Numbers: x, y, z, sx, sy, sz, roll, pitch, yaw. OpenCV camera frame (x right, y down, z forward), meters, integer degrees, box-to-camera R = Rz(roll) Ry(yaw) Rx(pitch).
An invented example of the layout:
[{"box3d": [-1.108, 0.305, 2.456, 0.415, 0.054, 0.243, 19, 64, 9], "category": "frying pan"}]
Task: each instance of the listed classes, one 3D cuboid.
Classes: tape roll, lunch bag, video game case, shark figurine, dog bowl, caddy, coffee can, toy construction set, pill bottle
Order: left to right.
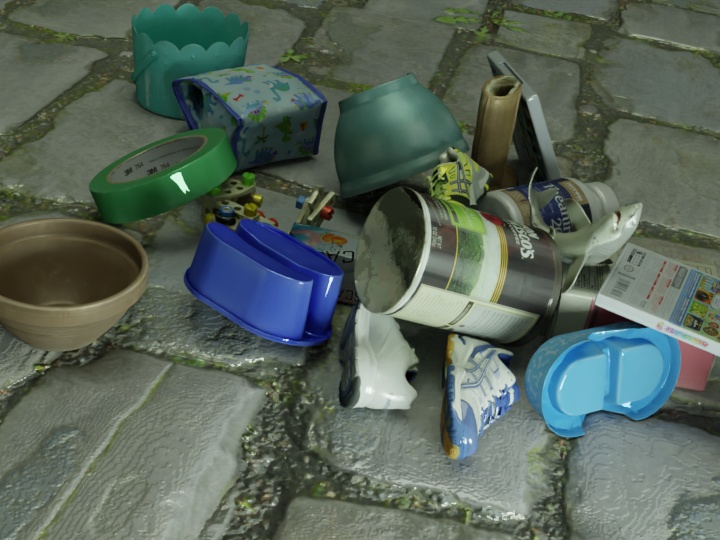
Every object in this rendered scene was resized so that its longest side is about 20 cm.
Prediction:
[{"box3d": [-0.268, -0.131, 1.567, 0.198, 0.049, 0.201, -18, 23, 8], "category": "tape roll"}, {"box3d": [-0.177, -0.253, 1.800, 0.169, 0.128, 0.200, -16, 47, -34], "category": "lunch bag"}, {"box3d": [-0.133, -0.074, 1.550, 0.198, 0.093, 0.131, 11, 28, 27], "category": "toy construction set"}, {"box3d": [-0.116, 0.021, 1.370, 0.199, 0.106, 0.141, 30, 20, 27], "category": "caddy"}, {"box3d": [0.113, -0.001, 1.341, 0.198, 0.147, 0.147, 14, 24, -30], "category": "coffee can"}, {"box3d": [0.258, -0.219, 1.782, 0.022, 0.201, 0.183, -23, 34, 0], "category": "video game case"}, {"box3d": [0.259, -0.068, 1.599, 0.198, 0.112, 0.111, -12, 35, -30], "category": "pill bottle"}, {"box3d": [0.261, -0.037, 1.389, 0.089, 0.129, 0.214, 19, 6, -29], "category": "shark figurine"}, {"box3d": [0.270, 0.116, 1.300, 0.198, 0.113, 0.049, -9, 20, -26], "category": "dog bowl"}, {"box3d": [0.379, 0.040, 1.319, 0.198, 0.018, 0.143, 23, 34, 16], "category": "video game case"}]

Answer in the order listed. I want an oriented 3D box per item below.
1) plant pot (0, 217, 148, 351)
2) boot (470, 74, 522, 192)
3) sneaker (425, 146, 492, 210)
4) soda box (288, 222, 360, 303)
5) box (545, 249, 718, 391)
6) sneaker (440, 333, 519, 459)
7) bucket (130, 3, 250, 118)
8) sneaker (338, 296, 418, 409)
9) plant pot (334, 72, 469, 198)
[{"box3d": [-0.343, 0.026, 1.318, 0.198, 0.094, 0.202, 6, 31, -3], "category": "plant pot"}, {"box3d": [0.208, -0.192, 1.708, 0.065, 0.202, 0.175, 16, 31, 15], "category": "boot"}, {"box3d": [0.113, -0.093, 1.522, 0.076, 0.075, 0.200, 42, 32, -9], "category": "sneaker"}, {"box3d": [0.000, 0.000, 1.464, 0.197, 0.069, 0.064, 12, 30, 4], "category": "soda box"}, {"box3d": [0.331, 0.053, 1.412, 0.197, 0.110, 0.128, 10, 32, 5], "category": "box"}, {"box3d": [0.133, 0.134, 1.265, 0.087, 0.076, 0.201, 9, 31, 2], "category": "sneaker"}, {"box3d": [-0.287, -0.349, 1.926, 0.204, 0.136, 0.208, 7, 30, -4], "category": "bucket"}, {"box3d": [0.022, 0.095, 1.327, 0.086, 0.075, 0.201, 15, 36, -10], "category": "sneaker"}, {"box3d": [0.044, -0.203, 1.667, 0.198, 0.136, 0.200, -20, 8, 3], "category": "plant pot"}]
